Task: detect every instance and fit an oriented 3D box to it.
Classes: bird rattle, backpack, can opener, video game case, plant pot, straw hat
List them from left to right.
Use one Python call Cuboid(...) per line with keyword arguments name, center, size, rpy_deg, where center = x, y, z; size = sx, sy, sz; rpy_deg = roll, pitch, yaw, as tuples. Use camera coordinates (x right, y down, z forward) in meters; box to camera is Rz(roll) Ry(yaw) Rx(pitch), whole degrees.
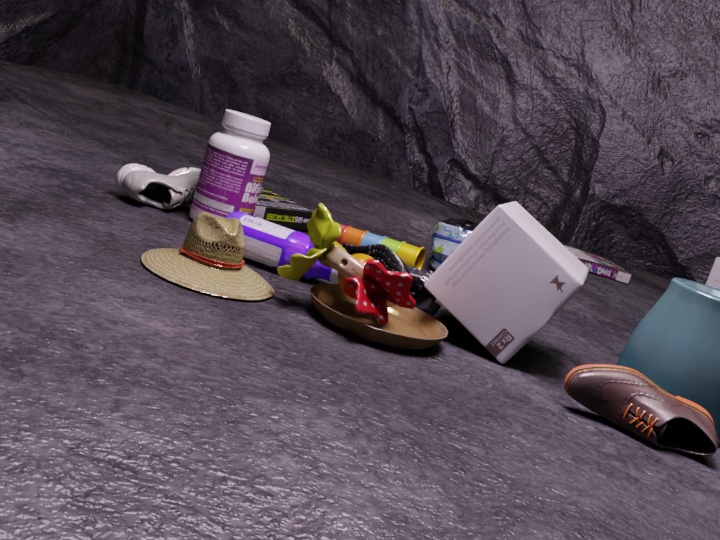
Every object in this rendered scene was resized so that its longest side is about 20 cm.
Cuboid(name="straw hat", center=(-0.200, -0.035, 1.161), size=(0.200, 0.086, 0.201), rpy_deg=(17, 11, -3))
Cuboid(name="bird rattle", center=(0.000, 0.000, 1.154), size=(0.199, 0.113, 0.163), rpy_deg=(26, -2, 24))
Cuboid(name="plant pot", center=(0.023, 0.066, 1.174), size=(0.199, 0.028, 0.200), rpy_deg=(16, 12, -4))
Cuboid(name="can opener", center=(0.086, 0.026, 1.379), size=(0.053, 0.067, 0.200), rpy_deg=(37, -1, -14))
Cuboid(name="backpack", center=(0.216, -0.045, 1.749), size=(0.162, 0.154, 0.200), rpy_deg=(22, -10, 11))
Cuboid(name="video game case", center=(0.710, -0.023, 2.600), size=(0.180, 0.036, 0.200), rpy_deg=(16, 12, -7))
Cuboid(name="plant pot", center=(0.475, 0.118, 1.206), size=(0.199, 0.189, 0.200), rpy_deg=(16, 12, -3))

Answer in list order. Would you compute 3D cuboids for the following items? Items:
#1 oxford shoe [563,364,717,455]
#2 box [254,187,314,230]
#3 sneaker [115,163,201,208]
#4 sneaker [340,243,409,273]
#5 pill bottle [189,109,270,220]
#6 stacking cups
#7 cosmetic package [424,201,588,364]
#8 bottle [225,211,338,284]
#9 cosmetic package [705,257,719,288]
Cuboid(name="oxford shoe", center=(0.354, 0.174, 1.063), size=(0.199, 0.072, 0.073), rpy_deg=(19, 16, 4))
Cuboid(name="box", center=(-0.223, -0.136, 1.704), size=(0.193, 0.048, 0.199), rpy_deg=(24, 14, 38))
Cuboid(name="sneaker", center=(-0.330, -0.138, 1.514), size=(0.199, 0.076, 0.092), rpy_deg=(-2, 29, -39))
Cuboid(name="sneaker", center=(0.037, 0.000, 1.350), size=(0.087, 0.076, 0.200), rpy_deg=(18, 1, -32))
Cuboid(name="pill bottle", center=(-0.223, -0.174, 1.486), size=(0.112, 0.201, 0.112), rpy_deg=(17, 12, -4))
Cuboid(name="stacking cups", center=(0.026, -0.051, 1.636), size=(0.199, 0.061, 0.060), rpy_deg=(23, 12, 21))
Cuboid(name="cosmetic package", center=(0.224, 0.011, 1.273), size=(0.165, 0.165, 0.200), rpy_deg=(45, 15, 9))
Cuboid(name="bottle", center=(-0.119, -0.033, 1.324), size=(0.199, 0.066, 0.084), rpy_deg=(19, 12, 7))
Cuboid(name="cosmetic package", center=(0.818, 0.102, 1.766), size=(0.167, 0.201, 0.166), rpy_deg=(11, 13, -30))
